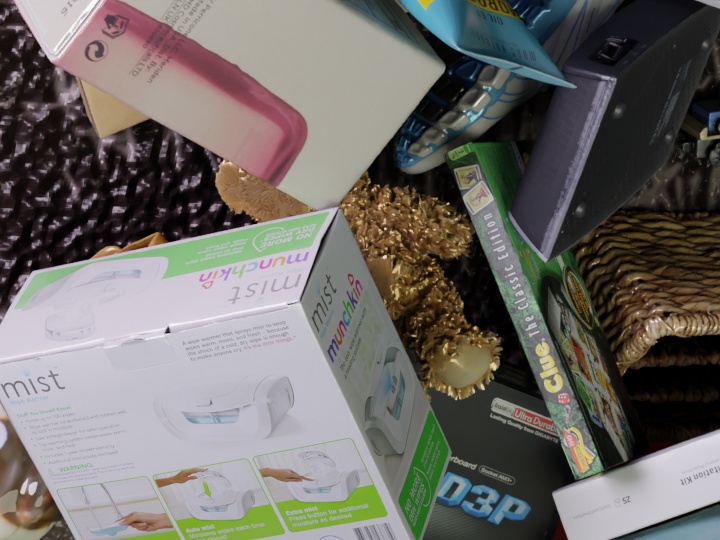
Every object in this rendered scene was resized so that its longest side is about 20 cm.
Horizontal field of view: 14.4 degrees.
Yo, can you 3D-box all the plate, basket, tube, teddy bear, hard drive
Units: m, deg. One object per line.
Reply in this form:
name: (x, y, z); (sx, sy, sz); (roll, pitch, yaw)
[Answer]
plate: (0.192, 0.159, 1.710); (0.199, 0.200, 0.026); (-18, 84, -14)
basket: (0.216, 0.056, 1.786); (0.199, 0.149, 0.143); (1, 119, -27)
tube: (0.041, -0.151, 1.513); (0.077, 0.200, 0.051); (10, 116, -31)
teddy bear: (0.000, 0.000, 1.658); (0.200, 0.067, 0.145); (42, 114, 5)
hard drive: (0.151, -0.093, 1.660); (0.200, 0.042, 0.136); (-37, 150, -57)

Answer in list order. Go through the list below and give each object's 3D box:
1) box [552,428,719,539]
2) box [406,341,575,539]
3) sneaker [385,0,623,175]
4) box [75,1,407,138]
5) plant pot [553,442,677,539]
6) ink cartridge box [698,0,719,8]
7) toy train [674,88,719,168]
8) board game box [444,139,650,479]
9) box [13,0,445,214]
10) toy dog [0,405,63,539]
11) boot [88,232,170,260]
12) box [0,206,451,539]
box: (0.217, 0.115, 1.714); (0.155, 0.041, 0.200); (-22, 173, 19)
box: (0.028, 0.118, 1.732); (0.199, 0.046, 0.160); (22, 108, 3)
sneaker: (0.099, -0.124, 1.669); (0.200, 0.075, 0.087); (-46, 133, 8)
box: (-0.078, -0.178, 1.581); (0.199, 0.021, 0.164); (-23, 127, -11)
plant pot: (0.235, 0.236, 1.890); (0.199, 0.176, 0.201); (-7, 122, -20)
ink cartridge box: (0.199, -0.267, 1.594); (0.145, 0.084, 0.200); (-46, 129, -16)
toy train: (0.287, -0.101, 1.792); (0.199, 0.034, 0.046); (-11, 116, -21)
board game box: (0.110, 0.020, 1.653); (0.023, 0.201, 0.105); (-24, 174, 23)
box: (-0.076, -0.137, 1.513); (0.199, 0.128, 0.109); (29, 107, -36)
toy dog: (-0.226, 0.169, 1.659); (0.193, 0.140, 0.201); (3, 116, -27)
boot: (-0.130, 0.062, 1.681); (0.144, 0.071, 0.201); (42, 131, -11)
box: (-0.078, 0.077, 1.568); (0.199, 0.097, 0.177); (-12, 121, 24)
